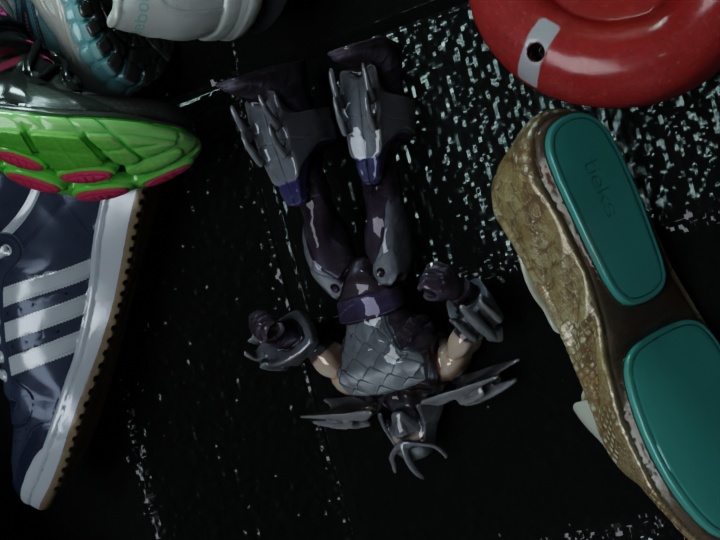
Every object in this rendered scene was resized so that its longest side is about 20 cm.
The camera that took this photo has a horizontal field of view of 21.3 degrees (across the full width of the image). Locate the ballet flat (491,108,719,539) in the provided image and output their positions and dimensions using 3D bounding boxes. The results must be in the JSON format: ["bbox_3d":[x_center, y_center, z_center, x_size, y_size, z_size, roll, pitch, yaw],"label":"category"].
[{"bbox_3d":[0.113,0.029,0.831,0.065,0.070,0.202,-32,76,57],"label":"ballet flat"}]

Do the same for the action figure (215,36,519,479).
[{"bbox_3d":[0.000,0.000,0.882,0.129,0.069,0.202,-14,93,22],"label":"action figure"}]

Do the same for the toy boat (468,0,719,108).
[{"bbox_3d":[0.109,-0.162,0.758,0.130,0.130,0.201,32,111,23],"label":"toy boat"}]

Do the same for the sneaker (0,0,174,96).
[{"bbox_3d":[-0.173,-0.169,0.958,0.086,0.077,0.202,-26,83,34],"label":"sneaker"}]

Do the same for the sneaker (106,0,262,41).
[{"bbox_3d":[-0.123,-0.186,0.878,0.201,0.088,0.076,57,140,27],"label":"sneaker"}]

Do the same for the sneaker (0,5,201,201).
[{"bbox_3d":[-0.168,-0.089,0.894,0.198,0.077,0.085,14,71,2],"label":"sneaker"}]

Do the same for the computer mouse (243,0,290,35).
[{"bbox_3d":[-0.049,-0.220,0.886,0.140,0.046,0.202,-42,65,47],"label":"computer mouse"}]

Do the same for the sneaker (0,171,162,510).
[{"bbox_3d":[-0.172,0.013,0.963,0.107,0.070,0.202,16,100,0],"label":"sneaker"}]
